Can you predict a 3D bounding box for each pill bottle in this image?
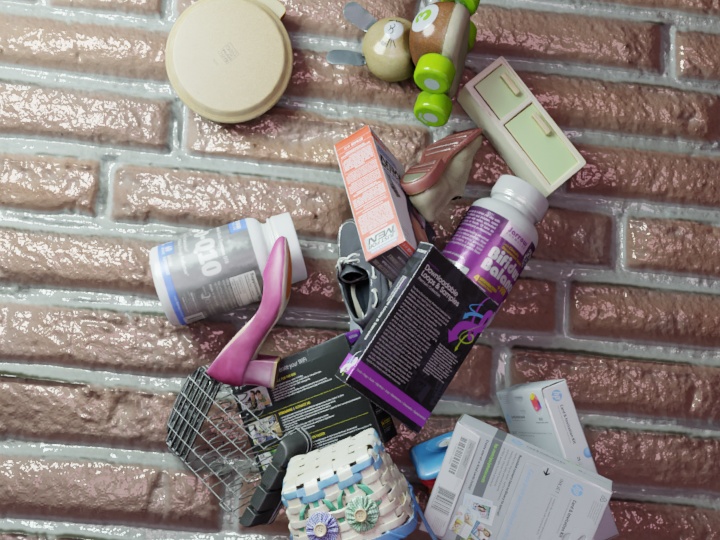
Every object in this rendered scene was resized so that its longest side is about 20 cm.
[{"bbox_3d":[-0.179,-0.005,1.100,0.197,0.114,0.116,-18,84,-6],"label":"pill bottle"},{"bbox_3d":[0.182,-0.029,1.130,0.111,0.112,0.202,32,82,1],"label":"pill bottle"}]

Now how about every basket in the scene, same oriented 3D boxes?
[{"bbox_3d":[-0.006,0.314,0.974,0.174,0.139,0.202,-24,104,6],"label":"basket"}]

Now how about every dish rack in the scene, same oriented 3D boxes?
[{"bbox_3d":[-0.173,0.230,1.070,0.199,0.054,0.155,37,109,23],"label":"dish rack"}]

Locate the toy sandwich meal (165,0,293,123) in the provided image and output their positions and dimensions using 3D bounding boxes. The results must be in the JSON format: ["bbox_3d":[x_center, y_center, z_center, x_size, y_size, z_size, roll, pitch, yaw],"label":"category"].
[{"bbox_3d":[-0.189,-0.312,1.165,0.201,0.070,0.209,0,88,-4],"label":"toy sandwich meal"}]

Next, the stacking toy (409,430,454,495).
[{"bbox_3d":[0.149,0.328,1.098,0.108,0.116,0.203,-18,96,-3],"label":"stacking toy"}]

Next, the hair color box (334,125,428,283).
[{"bbox_3d":[0.034,-0.084,1.083,0.063,0.111,0.203,-26,56,18],"label":"hair color box"}]

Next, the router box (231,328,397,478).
[{"bbox_3d":[-0.066,0.183,1.071,0.198,0.051,0.151,-23,84,24],"label":"router box"}]

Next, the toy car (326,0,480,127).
[{"bbox_3d":[0.056,-0.328,1.150,0.197,0.158,0.167,16,69,10],"label":"toy car"}]

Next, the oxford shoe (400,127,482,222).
[{"bbox_3d":[0.124,-0.140,1.142,0.200,0.070,0.076,-45,117,-39],"label":"oxford shoe"}]

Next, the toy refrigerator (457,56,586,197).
[{"bbox_3d":[0.236,-0.207,1.177,0.076,0.070,0.201,-37,86,-7],"label":"toy refrigerator"}]

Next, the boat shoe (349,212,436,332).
[{"bbox_3d":[0.052,0.016,1.143,0.066,0.069,0.203,32,75,-36],"label":"boat shoe"}]

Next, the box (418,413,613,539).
[{"bbox_3d":[0.189,0.290,0.985,0.197,0.041,0.158,22,104,17],"label":"box"}]

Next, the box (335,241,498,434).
[{"bbox_3d":[0.075,0.086,1.011,0.143,0.036,0.201,39,82,-31],"label":"box"}]

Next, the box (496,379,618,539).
[{"bbox_3d":[0.258,0.252,1.070,0.041,0.156,0.203,-18,84,-14],"label":"box"}]

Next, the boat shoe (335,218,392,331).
[{"bbox_3d":[0.000,0.000,1.097,0.072,0.062,0.202,-33,51,24],"label":"boat shoe"}]

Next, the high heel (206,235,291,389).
[{"bbox_3d":[-0.143,0.052,1.040,0.094,0.067,0.204,9,100,3],"label":"high heel"}]
